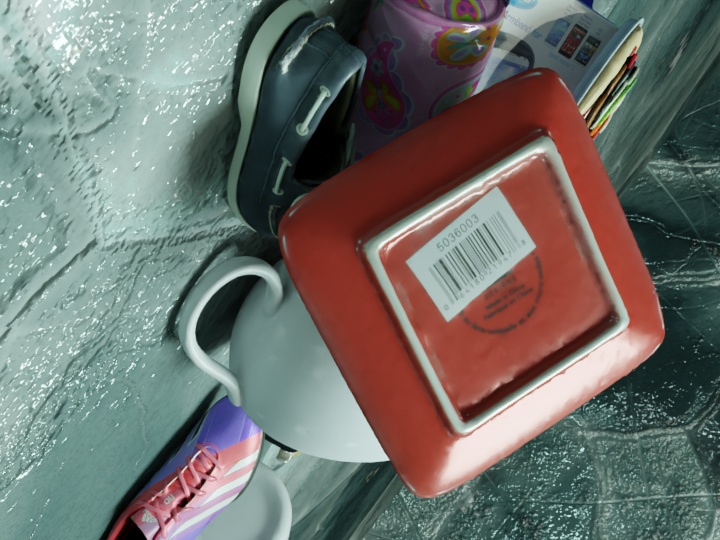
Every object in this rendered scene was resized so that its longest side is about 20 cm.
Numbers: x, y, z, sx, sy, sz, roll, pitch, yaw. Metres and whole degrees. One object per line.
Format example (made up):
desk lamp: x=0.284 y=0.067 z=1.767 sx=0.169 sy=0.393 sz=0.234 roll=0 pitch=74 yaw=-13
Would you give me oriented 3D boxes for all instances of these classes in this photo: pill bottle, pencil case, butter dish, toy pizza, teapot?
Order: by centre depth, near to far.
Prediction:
butter dish: x=0.055 y=0.001 z=0.637 sx=0.200 sy=0.200 sz=0.148 roll=-31 pitch=-163 yaw=-13
pencil case: x=0.028 y=-0.113 z=0.668 sx=0.087 sy=0.087 sz=0.200 roll=-41 pitch=160 yaw=-40
teapot: x=-0.006 y=0.035 z=0.754 sx=0.200 sy=0.197 sz=0.146 roll=-56 pitch=157 yaw=-60
toy pizza: x=0.172 y=-0.108 z=0.810 sx=0.200 sy=0.032 sz=0.200 roll=-53 pitch=171 yaw=-12
pill bottle: x=-0.129 y=0.268 z=1.002 sx=0.114 sy=0.114 sz=0.200 roll=-46 pitch=164 yaw=-28

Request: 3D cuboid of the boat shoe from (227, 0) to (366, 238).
boat shoe: x=-0.032 y=-0.073 z=0.609 sx=0.075 sy=0.062 sz=0.200 roll=-47 pitch=165 yaw=-32

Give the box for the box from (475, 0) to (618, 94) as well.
box: x=0.104 y=-0.148 z=0.772 sx=0.200 sy=0.119 sz=0.042 roll=-57 pitch=-151 yaw=19

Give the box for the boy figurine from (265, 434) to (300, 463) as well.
boy figurine: x=-0.048 y=0.155 z=1.105 sx=0.124 sy=0.064 sz=0.200 roll=-57 pitch=163 yaw=3

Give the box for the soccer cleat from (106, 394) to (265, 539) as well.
soccer cleat: x=-0.151 y=0.190 z=0.852 sx=0.200 sy=0.068 sz=0.073 roll=-53 pitch=162 yaw=8
